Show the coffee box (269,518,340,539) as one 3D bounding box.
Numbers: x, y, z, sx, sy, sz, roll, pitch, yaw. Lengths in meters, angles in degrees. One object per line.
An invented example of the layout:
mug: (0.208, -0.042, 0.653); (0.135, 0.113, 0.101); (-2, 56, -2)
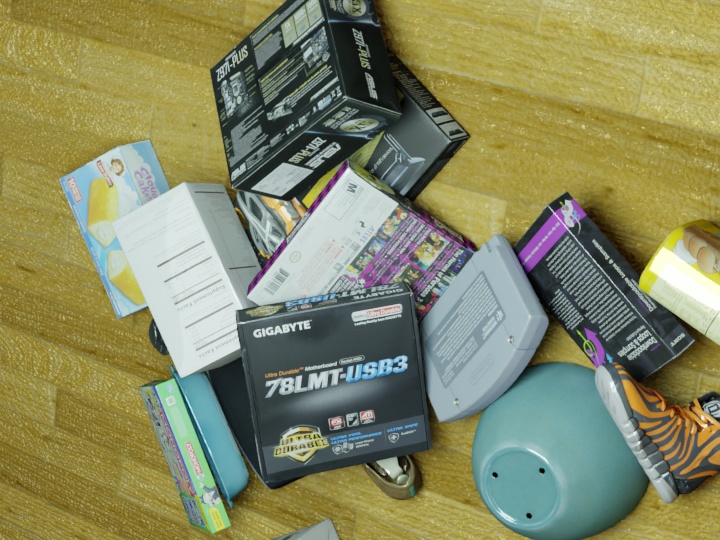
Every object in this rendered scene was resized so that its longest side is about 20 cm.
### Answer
coffee box: (-0.110, 0.408, 1.685); (0.200, 0.080, 0.115); (-24, 89, 32)

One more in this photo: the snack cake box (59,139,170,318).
snack cake box: (-0.292, -0.053, 1.687); (0.115, 0.067, 0.200); (-23, 90, 33)

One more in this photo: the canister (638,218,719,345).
canister: (0.382, 0.038, 1.267); (0.200, 0.148, 0.087); (37, 112, 19)

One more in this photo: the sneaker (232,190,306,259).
sneaker: (-0.084, -0.035, 1.569); (0.077, 0.078, 0.200); (-41, 71, 33)

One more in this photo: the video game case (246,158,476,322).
video game case: (0.000, 0.000, 1.481); (0.181, 0.036, 0.200); (32, 112, -16)

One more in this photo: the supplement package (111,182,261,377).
supplement package: (-0.186, 0.009, 1.538); (0.109, 0.114, 0.200); (-27, 83, 18)

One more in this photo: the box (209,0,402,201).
box: (-0.065, -0.197, 1.439); (0.200, 0.086, 0.164); (-34, 58, 38)

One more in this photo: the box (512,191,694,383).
box: (0.246, 0.028, 1.368); (0.200, 0.036, 0.143); (53, 157, 10)

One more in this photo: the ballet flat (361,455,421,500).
ballet flat: (0.000, 0.193, 1.567); (0.068, 0.072, 0.200); (-38, 79, -12)

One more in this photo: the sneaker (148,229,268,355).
sneaker: (-0.181, 0.024, 1.640); (0.200, 0.081, 0.074); (-43, 81, 11)

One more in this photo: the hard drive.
hard drive: (-0.115, 0.173, 1.652); (0.135, 0.042, 0.200); (-29, 87, 32)

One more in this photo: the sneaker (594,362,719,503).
sneaker: (0.320, 0.146, 1.342); (0.112, 0.078, 0.200); (-32, 126, 6)

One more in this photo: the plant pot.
plant pot: (0.200, 0.214, 1.424); (0.200, 0.135, 0.201); (8, 106, 29)

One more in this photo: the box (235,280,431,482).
box: (-0.029, 0.125, 1.471); (0.200, 0.050, 0.199); (-9, 111, -8)

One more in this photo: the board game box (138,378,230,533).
board game box: (-0.231, 0.239, 1.701); (0.200, 0.029, 0.135); (69, 161, -1)

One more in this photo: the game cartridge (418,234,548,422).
game cartridge: (0.129, 0.073, 1.442); (0.200, 0.040, 0.134); (-54, 43, 40)

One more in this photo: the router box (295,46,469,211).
router box: (0.004, -0.138, 1.500); (0.157, 0.052, 0.200); (49, 121, 12)

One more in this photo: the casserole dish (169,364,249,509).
casserole dish: (-0.190, 0.206, 1.674); (0.200, 0.039, 0.121); (65, 167, 4)
